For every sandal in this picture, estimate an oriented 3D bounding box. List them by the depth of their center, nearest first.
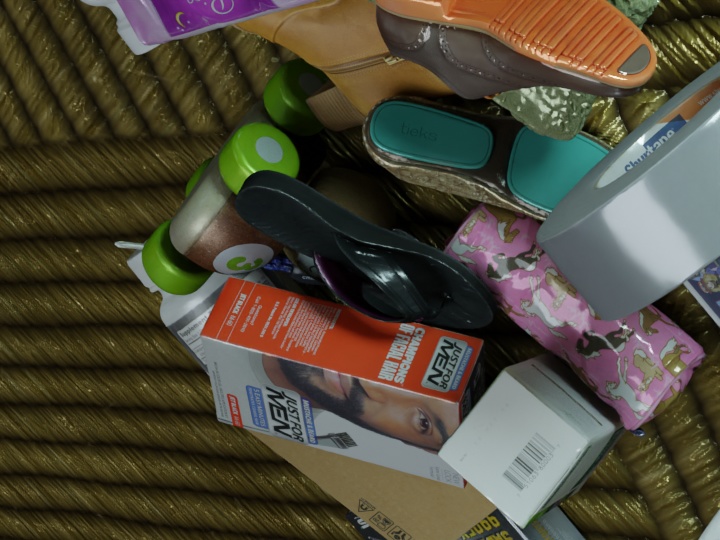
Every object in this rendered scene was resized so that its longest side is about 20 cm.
[{"bbox_3d":[-0.001,0.000,1.587,0.200,0.048,0.075,27,148,-6],"label":"sandal"}]

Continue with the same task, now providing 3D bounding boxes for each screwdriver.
[{"bbox_3d":[-0.092,-0.010,1.777,0.199,0.028,0.029,8,171,-14],"label":"screwdriver"}]

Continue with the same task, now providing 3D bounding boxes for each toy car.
[{"bbox_3d":[-0.032,-0.026,1.702,0.200,0.158,0.164,37,136,-7],"label":"toy car"}]

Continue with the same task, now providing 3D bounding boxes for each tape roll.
[{"bbox_3d":[0.200,-0.059,1.357,0.066,0.200,0.200,48,146,-5],"label":"tape roll"}]

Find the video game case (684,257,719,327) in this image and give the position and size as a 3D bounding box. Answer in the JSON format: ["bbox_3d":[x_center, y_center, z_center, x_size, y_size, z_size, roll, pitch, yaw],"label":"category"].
[{"bbox_3d":[0.320,0.036,1.490,0.200,0.023,0.182,49,146,-7],"label":"video game case"}]

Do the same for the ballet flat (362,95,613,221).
[{"bbox_3d":[0.100,-0.073,1.566,0.199,0.071,0.065,20,170,9],"label":"ballet flat"}]

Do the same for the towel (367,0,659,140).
[{"bbox_3d":[0.087,-0.188,1.468,0.200,0.036,0.149,38,132,9],"label":"towel"}]

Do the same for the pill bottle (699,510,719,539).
[{"bbox_3d":[0.331,0.237,1.590,0.200,0.114,0.114,35,145,16],"label":"pill bottle"}]

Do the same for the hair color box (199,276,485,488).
[{"bbox_3d":[-0.010,0.082,1.659,0.199,0.064,0.111,13,143,16],"label":"hair color box"}]

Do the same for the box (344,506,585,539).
[{"bbox_3d":[0.095,0.229,1.905,0.159,0.048,0.200,51,146,-6],"label":"box"}]

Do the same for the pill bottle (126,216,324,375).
[{"bbox_3d":[-0.090,0.038,1.845,0.200,0.114,0.114,50,146,-6],"label":"pill bottle"}]

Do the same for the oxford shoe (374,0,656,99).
[{"bbox_3d":[0.097,-0.141,1.428,0.200,0.071,0.073,24,138,30],"label":"oxford shoe"}]

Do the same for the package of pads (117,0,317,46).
[{"bbox_3d":[-0.089,-0.224,1.496,0.200,0.076,0.121,-8,118,46],"label":"package of pads"}]

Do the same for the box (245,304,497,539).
[{"bbox_3d":[0.019,0.131,1.759,0.200,0.021,0.163,39,133,-8],"label":"box"}]

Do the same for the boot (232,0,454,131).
[{"bbox_3d":[-0.018,-0.191,1.582,0.144,0.071,0.201,-20,113,47],"label":"boot"}]

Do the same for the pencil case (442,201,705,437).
[{"bbox_3d":[0.147,0.026,1.611,0.200,0.083,0.087,41,120,7],"label":"pencil case"}]

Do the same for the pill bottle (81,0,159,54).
[{"bbox_3d":[-0.182,-0.263,1.628,0.116,0.116,0.200,-17,113,53],"label":"pill bottle"}]

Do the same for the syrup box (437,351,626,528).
[{"bbox_3d":[0.130,0.116,1.617,0.081,0.200,0.079,40,102,13],"label":"syrup box"}]
